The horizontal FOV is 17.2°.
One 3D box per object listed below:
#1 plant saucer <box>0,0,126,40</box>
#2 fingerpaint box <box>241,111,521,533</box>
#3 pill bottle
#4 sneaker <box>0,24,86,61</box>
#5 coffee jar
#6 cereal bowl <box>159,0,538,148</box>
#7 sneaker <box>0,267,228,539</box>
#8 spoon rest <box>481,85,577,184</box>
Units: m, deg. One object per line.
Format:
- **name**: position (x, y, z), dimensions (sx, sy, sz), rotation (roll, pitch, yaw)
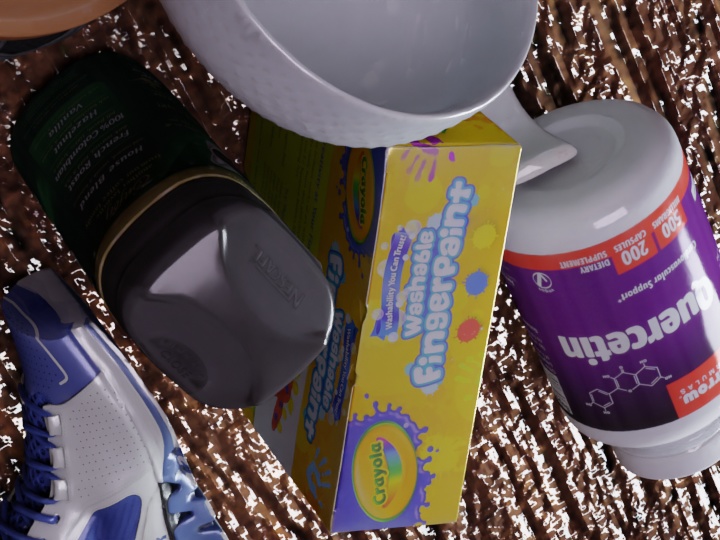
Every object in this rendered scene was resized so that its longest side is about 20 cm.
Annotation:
- **plant saucer**: position (-0.154, -0.201, 1.030), dimensions (0.200, 0.032, 0.201), rotation (-1, 92, -30)
- **fingerpaint box**: position (0.000, 0.000, 1.168), dimensions (0.073, 0.167, 0.201), rotation (-2, 115, -23)
- **pill bottle**: position (0.142, 0.015, 1.273), dimensions (0.112, 0.112, 0.200), rotation (-31, 123, -7)
- **sneaker**: position (-0.207, -0.100, 1.057), dimensions (0.199, 0.096, 0.079), rotation (-11, 136, -18)
- **coffee jar**: position (-0.088, -0.020, 1.096), dimensions (0.085, 0.200, 0.104), rotation (-43, 124, 0)
- **cereal bowl**: position (-0.020, -0.142, 1.049), dimensions (0.200, 0.201, 0.083), rotation (26, 145, -32)
- **sneaker**: position (-0.147, 0.109, 1.206), dimensions (0.115, 0.081, 0.200), rotation (-31, 125, -10)
- **spoon rest**: position (0.050, -0.143, 1.194), dimensions (0.099, 0.061, 0.201), rotation (-25, 109, -13)
